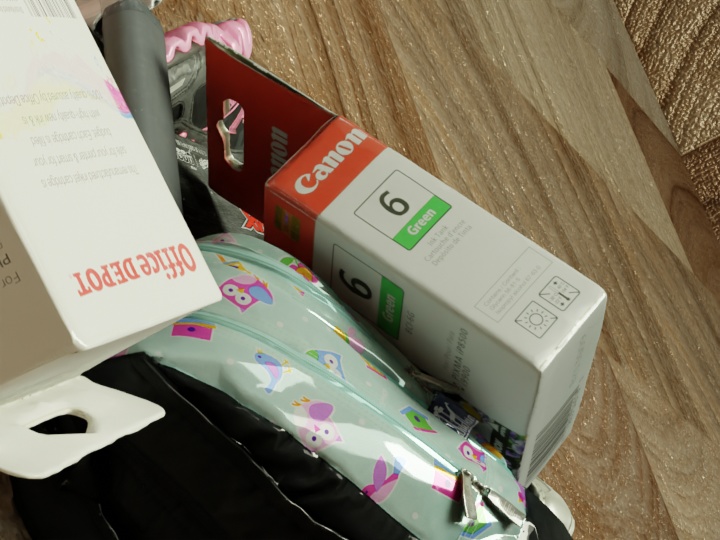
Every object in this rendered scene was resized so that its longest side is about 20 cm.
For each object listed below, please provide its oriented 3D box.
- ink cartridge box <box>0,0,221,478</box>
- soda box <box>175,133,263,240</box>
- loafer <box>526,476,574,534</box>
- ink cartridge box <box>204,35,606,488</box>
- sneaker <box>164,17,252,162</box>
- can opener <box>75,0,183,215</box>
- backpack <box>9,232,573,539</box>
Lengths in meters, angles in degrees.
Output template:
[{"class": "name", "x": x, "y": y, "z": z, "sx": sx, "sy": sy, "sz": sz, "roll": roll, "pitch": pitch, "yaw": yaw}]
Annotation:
[{"class": "ink cartridge box", "x": -0.146, "y": -0.022, "z": 0.637, "sx": 0.201, "sy": 0.125, "sz": 0.128, "roll": 63, "pitch": 17, "yaw": 2}, {"class": "soda box", "x": -0.072, "y": -0.010, "z": 0.953, "sx": 0.200, "sy": 0.063, "sz": 0.071, "roll": 18, "pitch": 47, "yaw": -66}, {"class": "loafer", "x": 0.009, "y": 0.090, "z": 0.884, "sx": 0.070, "sy": 0.199, "sz": 0.070, "roll": -54, "pitch": 128, "yaw": -22}, {"class": "ink cartridge box", "x": 0.000, "y": 0.000, "z": 0.814, "sx": 0.199, "sy": 0.050, "sz": 0.109, "roll": 34, "pitch": -29, "yaw": 18}, {"class": "sneaker", "x": -0.088, "y": -0.072, "z": 1.005, "sx": 0.200, "sy": 0.079, "sz": 0.096, "roll": -33, "pitch": 107, "yaw": -72}, {"class": "can opener", "x": -0.100, "y": -0.085, "z": 0.845, "sx": 0.067, "sy": 0.052, "sz": 0.201, "roll": 50, "pitch": 25, "yaw": -51}, {"class": "backpack", "x": -0.034, "y": 0.087, "z": 0.771, "sx": 0.200, "sy": 0.167, "sz": 0.127, "roll": 42, "pitch": 31, "yaw": -12}]
